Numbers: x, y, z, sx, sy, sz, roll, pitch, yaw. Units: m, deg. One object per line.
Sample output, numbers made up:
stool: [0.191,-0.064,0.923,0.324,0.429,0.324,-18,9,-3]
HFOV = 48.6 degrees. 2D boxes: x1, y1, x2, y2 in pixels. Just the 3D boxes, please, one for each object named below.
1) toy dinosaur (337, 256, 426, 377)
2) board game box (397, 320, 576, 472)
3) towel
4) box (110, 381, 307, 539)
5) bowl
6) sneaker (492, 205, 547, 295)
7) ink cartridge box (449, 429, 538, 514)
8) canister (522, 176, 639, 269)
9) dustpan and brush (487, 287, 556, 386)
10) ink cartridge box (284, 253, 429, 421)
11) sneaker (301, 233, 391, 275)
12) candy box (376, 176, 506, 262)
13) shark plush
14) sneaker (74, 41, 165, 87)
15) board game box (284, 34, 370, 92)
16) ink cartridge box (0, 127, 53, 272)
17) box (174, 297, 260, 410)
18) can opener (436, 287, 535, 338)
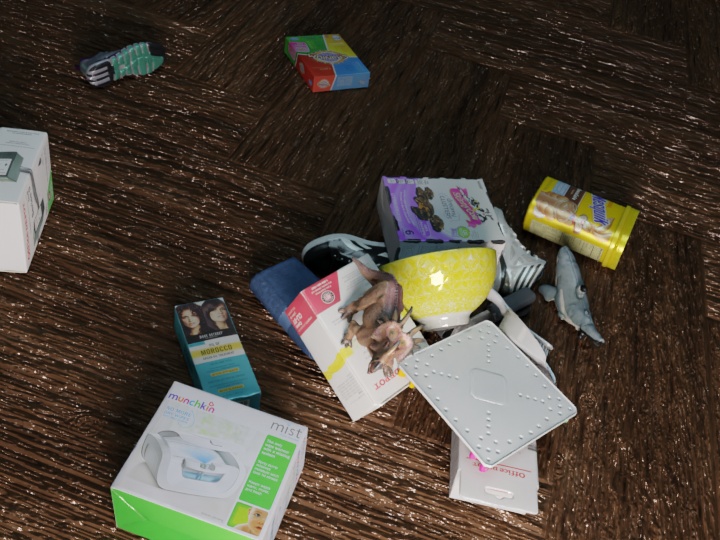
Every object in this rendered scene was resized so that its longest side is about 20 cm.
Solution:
toy dinosaur: [0.033,0.061,1.105,0.084,0.136,0.204,9,60,-22]
board game box: [0.182,0.176,1.154,0.197,0.026,0.200,-19,52,-35]
towel: [-0.089,0.067,1.302,0.110,0.049,0.200,-22,52,-35]
box: [-0.187,0.264,1.023,0.196,0.098,0.178,17,43,8]
bowl: [0.128,0.038,1.269,0.196,0.200,0.110,-6,82,-20]
sneaker: [0.286,-0.030,1.486,0.113,0.076,0.203,9,50,-5]
ink cartridge box: [0.187,0.266,1.131,0.113,0.068,0.202,13,41,-1]
canister: [0.438,-0.099,1.588,0.197,0.088,0.149,24,42,16]
dustpan and brush: [0.250,0.091,1.289,0.057,0.140,0.199,-48,61,-3]
ink cartridge box: [0.001,0.101,1.205,0.144,0.083,0.202,-28,80,-36]
sneaker: [0.000,0.000,1.378,0.195,0.074,0.113,2,40,-14]
candy box: [0.139,-0.086,1.414,0.195,0.072,0.170,0,46,-14]
shark plush: [0.374,0.052,1.404,0.089,0.084,0.202,9,41,-3]
sneaker: [-0.537,-0.477,1.785,0.198,0.076,0.087,-28,50,-36]
board game box: [-0.084,-0.512,1.956,0.150,0.041,0.201,-11,46,-24]
ink cartridge box: [-0.574,-0.116,1.315,0.082,0.148,0.202,5,42,-10]
box: [-0.217,0.132,1.197,0.081,0.050,0.201,-10,46,-24]
can opener: [0.219,0.073,1.365,0.197,0.053,0.067,-19,53,-31]
